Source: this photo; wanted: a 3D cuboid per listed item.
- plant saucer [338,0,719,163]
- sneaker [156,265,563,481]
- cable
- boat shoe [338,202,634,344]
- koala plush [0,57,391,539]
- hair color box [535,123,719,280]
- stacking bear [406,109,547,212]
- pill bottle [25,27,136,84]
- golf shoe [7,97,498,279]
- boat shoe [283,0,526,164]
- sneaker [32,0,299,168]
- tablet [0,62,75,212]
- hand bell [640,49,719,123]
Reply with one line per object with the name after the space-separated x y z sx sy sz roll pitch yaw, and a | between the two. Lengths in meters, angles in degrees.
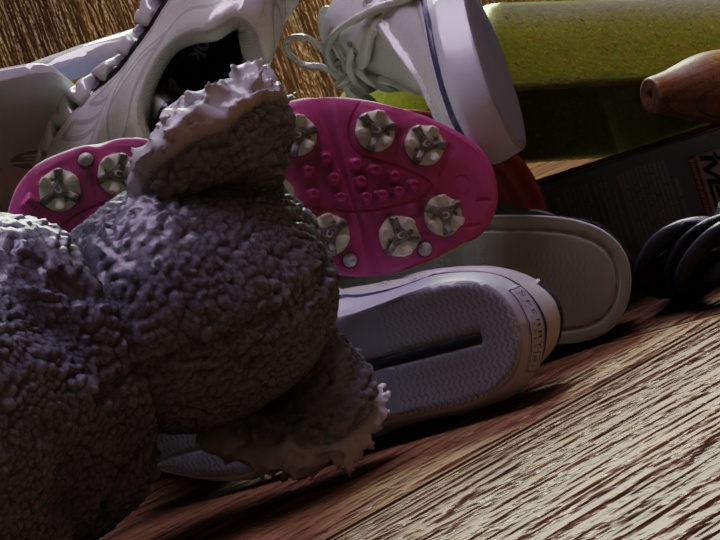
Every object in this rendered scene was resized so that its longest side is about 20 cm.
0.092 -0.092 1.381 0.199 0.048 0.200 -5 -8 -27 | plant saucer
-0.012 0.042 1.131 0.199 0.074 0.071 -8 -1 25 | sneaker
0.205 -0.034 1.195 0.162 0.051 0.200 -21 4 -26 | cable
0.017 -0.003 1.218 0.199 0.076 0.060 13 1 4 | boat shoe
-0.093 0.027 1.019 0.199 0.178 0.184 -19 15 -14 | koala plush
0.127 -0.026 1.410 0.199 0.061 0.099 -17 3 32 | hair color box
0.000 0.000 1.358 0.113 0.122 0.200 -18 -3 -25 | stacking bear
-0.116 -0.021 1.495 0.116 0.201 0.116 -19 3 1 | pill bottle
-0.045 -0.025 1.160 0.199 0.076 0.092 -5 -8 -8 | golf shoe
0.011 -0.103 1.239 0.086 0.075 0.203 -26 42 7 | boat shoe
-0.091 -0.058 1.236 0.200 0.075 0.081 -59 20 32 | sneaker
-0.172 -0.055 1.346 0.129 0.014 0.200 -9 -15 13 | tablet
0.215 -0.090 1.285 0.199 0.105 0.104 -10 -1 -27 | hand bell
